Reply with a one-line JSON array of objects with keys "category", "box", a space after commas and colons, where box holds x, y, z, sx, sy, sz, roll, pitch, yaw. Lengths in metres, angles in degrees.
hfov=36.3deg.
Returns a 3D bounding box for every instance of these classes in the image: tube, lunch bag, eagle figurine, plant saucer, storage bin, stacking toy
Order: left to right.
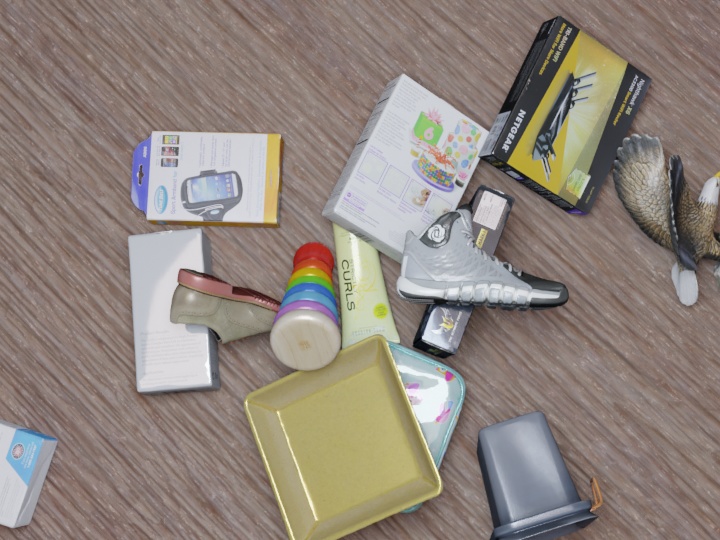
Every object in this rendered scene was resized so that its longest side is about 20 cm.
[{"category": "stacking toy", "box": [-0.064, 0.030, 1.361, 0.084, 0.201, 0.087, 0, 125, 0]}, {"category": "plant saucer", "box": [-0.019, 0.208, 1.320, 0.197, 0.048, 0.203, -25, 75, 11]}, {"category": "tube", "box": [0.000, 0.000, 1.425, 0.057, 0.052, 0.204, -10, 87, 40]}, {"category": "lunch bag", "box": [0.033, 0.195, 1.378, 0.158, 0.077, 0.203, 23, 86, 4]}, {"category": "storage bin", "box": [0.205, 0.252, 1.314, 0.143, 0.200, 0.136, -17, 72, 0]}, {"category": "eagle figurine", "box": [0.400, -0.067, 1.361, 0.198, 0.151, 0.153, 28, 58, -21]}]

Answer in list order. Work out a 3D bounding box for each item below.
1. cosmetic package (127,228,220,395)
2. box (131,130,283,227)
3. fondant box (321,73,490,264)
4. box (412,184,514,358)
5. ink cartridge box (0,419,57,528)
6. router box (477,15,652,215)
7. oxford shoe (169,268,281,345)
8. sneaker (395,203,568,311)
[{"category": "cosmetic package", "box": [-0.239, 0.055, 1.415, 0.100, 0.074, 0.204, -4, 80, 2]}, {"category": "box", "box": [-0.202, -0.121, 1.455, 0.196, 0.041, 0.121, 2, 82, 5]}, {"category": "fondant box", "box": [0.060, -0.124, 1.402, 0.143, 0.058, 0.202, 30, 79, -15]}, {"category": "box", "box": [0.125, 0.006, 1.362, 0.050, 0.158, 0.203, 22, 84, 2]}, {"category": "ink cartridge box", "box": [-0.503, 0.239, 1.402, 0.197, 0.067, 0.118, 18, 84, 4]}, {"category": "router box", "box": [0.263, -0.196, 1.412, 0.156, 0.052, 0.202, 28, 84, -15]}, {"category": "oxford shoe", "box": [-0.152, 0.059, 1.380, 0.198, 0.070, 0.076, 21, 90, -31]}, {"category": "sneaker", "box": [0.141, -0.018, 1.250, 0.196, 0.075, 0.118, 4, 81, 1]}]
